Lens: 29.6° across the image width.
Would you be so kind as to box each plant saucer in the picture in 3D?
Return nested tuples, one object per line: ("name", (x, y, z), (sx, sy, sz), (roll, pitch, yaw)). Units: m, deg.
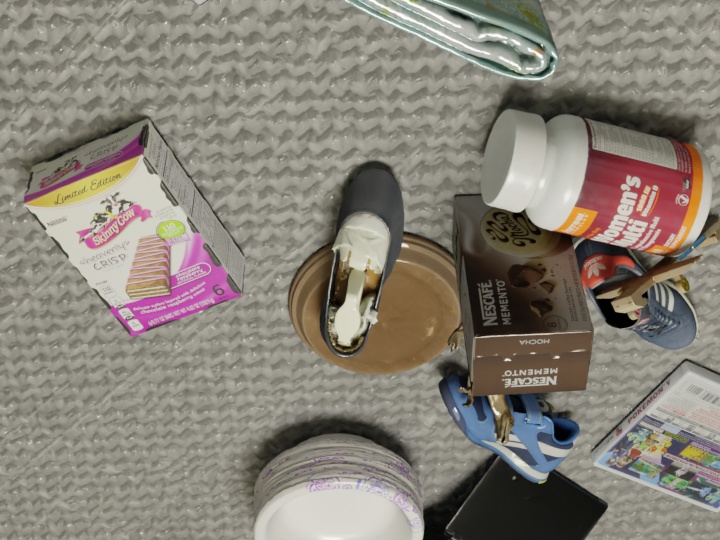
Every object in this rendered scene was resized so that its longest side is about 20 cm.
("plant saucer", (0.022, 0.043, 1.448), (0.197, 0.030, 0.202), (-1, 133, -1))

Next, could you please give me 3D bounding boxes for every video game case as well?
("video game case", (0.403, 0.200, 1.610), (0.198, 0.023, 0.183), (22, 127, -22))

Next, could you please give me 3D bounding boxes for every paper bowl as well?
("paper bowl", (-0.026, 0.271, 1.598), (0.198, 0.105, 0.202), (-2, 132, -2))

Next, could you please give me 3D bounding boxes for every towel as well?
("towel", (0.063, -0.240, 1.098), (0.198, 0.172, 0.048), (22, 126, -20))

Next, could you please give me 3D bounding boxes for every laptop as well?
("laptop", (0.167, 0.314, 1.710), (0.186, 0.117, 0.199), (34, 151, -28))

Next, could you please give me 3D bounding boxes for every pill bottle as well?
("pill bottle", (0.220, -0.085, 1.287), (0.198, 0.110, 0.110), (12, 131, -13))

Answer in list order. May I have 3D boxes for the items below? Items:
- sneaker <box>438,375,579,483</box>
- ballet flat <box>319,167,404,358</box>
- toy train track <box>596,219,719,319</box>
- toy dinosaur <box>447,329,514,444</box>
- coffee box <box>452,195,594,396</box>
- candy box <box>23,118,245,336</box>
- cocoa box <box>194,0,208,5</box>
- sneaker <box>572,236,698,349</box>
("sneaker", (0.167, 0.163, 1.536), (0.082, 0.074, 0.199), (-41, 127, 22))
("ballet flat", (0.000, 0.000, 1.348), (0.072, 0.073, 0.202), (9, 116, -10))
("toy train track", (0.305, 0.003, 1.324), (0.114, 0.199, 0.033), (-23, 97, 45))
("toy dinosaur", (0.151, 0.082, 1.457), (0.100, 0.058, 0.202), (8, 105, -32))
("coffee box", (0.152, 0.019, 1.315), (0.111, 0.201, 0.080), (-2, 132, 0))
("candy box", (-0.217, -0.037, 1.342), (0.135, 0.061, 0.201), (-20, 129, 16))
("cocoa box", (-0.128, -0.335, 1.029), (0.130, 0.134, 0.200), (-27, 128, 20))
("sneaker", (0.288, 0.040, 1.418), (0.075, 0.085, 0.199), (-36, 125, 26))
